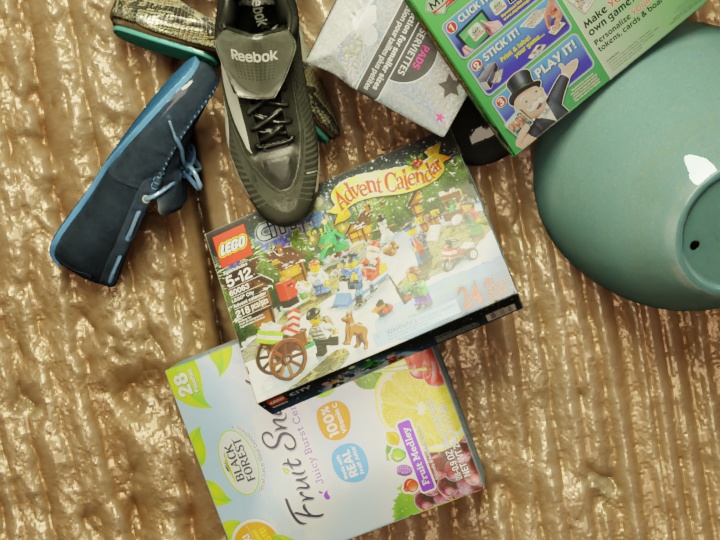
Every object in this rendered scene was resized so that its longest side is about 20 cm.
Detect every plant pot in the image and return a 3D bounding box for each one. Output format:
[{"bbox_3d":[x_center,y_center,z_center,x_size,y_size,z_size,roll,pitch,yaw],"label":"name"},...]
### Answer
[{"bbox_3d":[0.231,-0.053,0.868,0.197,0.135,0.203,-4,114,-9],"label":"plant pot"}]

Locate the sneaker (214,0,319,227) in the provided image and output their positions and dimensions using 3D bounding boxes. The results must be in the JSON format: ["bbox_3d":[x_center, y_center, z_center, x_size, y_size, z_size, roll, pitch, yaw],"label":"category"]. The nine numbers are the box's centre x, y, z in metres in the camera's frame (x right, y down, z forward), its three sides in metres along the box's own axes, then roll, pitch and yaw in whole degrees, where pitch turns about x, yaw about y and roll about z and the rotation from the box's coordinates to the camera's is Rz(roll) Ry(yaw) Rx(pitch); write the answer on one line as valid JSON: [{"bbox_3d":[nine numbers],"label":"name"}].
[{"bbox_3d":[-0.068,-0.130,0.874,0.065,0.090,0.203,-6,91,3],"label":"sneaker"}]

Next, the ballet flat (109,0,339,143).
[{"bbox_3d":[-0.091,-0.172,0.958,0.198,0.068,0.076,28,85,5],"label":"ballet flat"}]

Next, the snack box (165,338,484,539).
[{"bbox_3d":[-0.025,0.116,0.971,0.198,0.068,0.171,-22,91,8],"label":"snack box"}]

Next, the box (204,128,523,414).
[{"bbox_3d":[0.000,0.000,0.917,0.198,0.038,0.138,-23,68,6],"label":"box"}]

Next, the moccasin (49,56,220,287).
[{"bbox_3d":[-0.157,-0.072,0.964,0.068,0.081,0.200,35,119,-12],"label":"moccasin"}]

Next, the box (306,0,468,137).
[{"bbox_3d":[0.058,-0.212,0.890,0.114,0.132,0.202,27,103,-6],"label":"box"}]

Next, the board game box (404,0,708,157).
[{"bbox_3d":[0.139,-0.189,0.825,0.199,0.029,0.135,-38,115,2],"label":"board game box"}]

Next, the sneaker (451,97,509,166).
[{"bbox_3d":[0.136,-0.156,0.927,0.074,0.089,0.200,45,98,-2],"label":"sneaker"}]
